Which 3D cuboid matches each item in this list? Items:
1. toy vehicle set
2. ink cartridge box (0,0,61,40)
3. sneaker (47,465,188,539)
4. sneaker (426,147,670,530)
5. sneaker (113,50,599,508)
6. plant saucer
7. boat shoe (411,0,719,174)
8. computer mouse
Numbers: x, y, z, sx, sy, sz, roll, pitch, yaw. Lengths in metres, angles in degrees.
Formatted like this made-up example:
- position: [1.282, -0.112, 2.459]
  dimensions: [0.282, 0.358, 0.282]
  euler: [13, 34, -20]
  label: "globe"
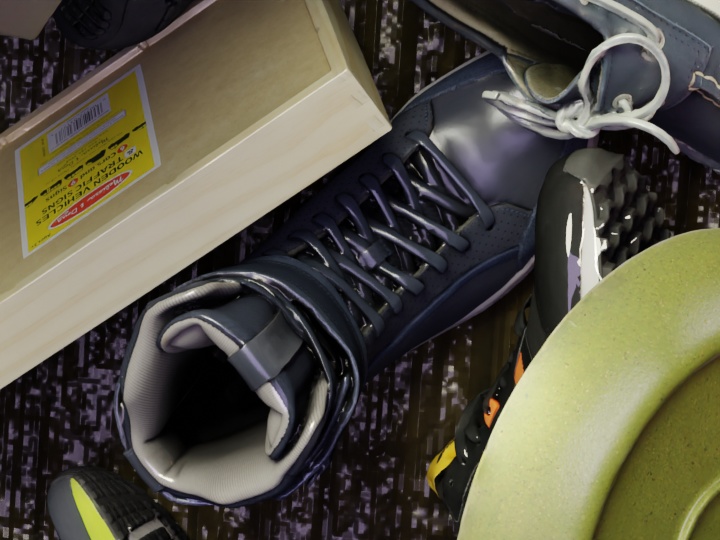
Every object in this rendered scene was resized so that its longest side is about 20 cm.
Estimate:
- position: [-0.088, -0.029, 0.811]
  dimensions: [0.199, 0.124, 0.027]
  euler: [-33, 119, 9]
  label: "toy vehicle set"
- position: [-0.137, -0.167, 0.663]
  dimensions: [0.146, 0.200, 0.146]
  euler: [35, 96, 4]
  label: "ink cartridge box"
- position: [-0.086, 0.170, 0.854]
  dimensions: [0.081, 0.074, 0.201]
  euler: [-15, 91, 11]
  label: "sneaker"
- position: [0.060, 0.056, 0.809]
  dimensions: [0.090, 0.070, 0.201]
  euler: [3, 113, 25]
  label: "sneaker"
- position: [0.001, 0.002, 0.792]
  dimensions: [0.202, 0.146, 0.077]
  euler: [-45, 87, 7]
  label: "sneaker"
- position: [0.109, 0.087, 0.769]
  dimensions: [0.031, 0.199, 0.201]
  euler: [19, 99, 45]
  label: "plant saucer"
- position: [0.070, -0.078, 0.770]
  dimensions: [0.200, 0.075, 0.062]
  euler: [37, 64, -31]
  label: "boat shoe"
- position: [-0.050, -0.110, 0.778]
  dimensions: [0.058, 0.200, 0.034]
  euler: [-23, 91, -29]
  label: "computer mouse"
